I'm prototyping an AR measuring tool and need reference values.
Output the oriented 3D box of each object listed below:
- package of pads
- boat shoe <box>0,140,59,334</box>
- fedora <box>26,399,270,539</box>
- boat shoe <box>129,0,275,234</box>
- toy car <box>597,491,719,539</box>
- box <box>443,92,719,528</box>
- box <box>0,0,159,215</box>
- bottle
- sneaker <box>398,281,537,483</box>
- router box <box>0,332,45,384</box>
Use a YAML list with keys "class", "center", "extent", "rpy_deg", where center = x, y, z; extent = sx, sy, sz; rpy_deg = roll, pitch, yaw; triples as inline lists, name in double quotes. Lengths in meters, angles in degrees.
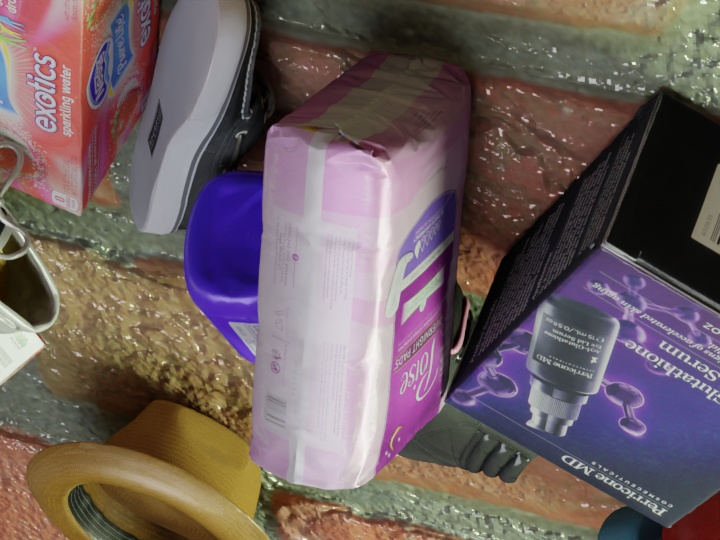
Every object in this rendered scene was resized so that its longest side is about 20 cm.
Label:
- class: "package of pads"
  center: [0.000, 0.000, 1.273]
  extent: [0.075, 0.120, 0.201]
  rpy_deg: [17, 120, 23]
- class: "boat shoe"
  center: [-0.207, -0.029, 1.303]
  extent: [0.086, 0.075, 0.202]
  rpy_deg: [10, 146, 27]
- class: "fedora"
  center: [-0.123, 0.145, 1.657]
  extent: [0.200, 0.082, 0.201]
  rpy_deg: [17, 151, 10]
- class: "boat shoe"
  center: [-0.078, -0.086, 1.332]
  extent: [0.056, 0.069, 0.200]
  rpy_deg: [-1, 150, -19]
- class: "toy car"
  center: [0.225, 0.236, 1.443]
  extent: [0.184, 0.200, 0.177]
  rpy_deg: [-16, 129, 46]
- class: "box"
  center: [0.156, 0.025, 1.285]
  extent: [0.148, 0.105, 0.200]
  rpy_deg: [29, 146, -6]
- class: "box"
  center: [-0.166, -0.134, 1.284]
  extent: [0.102, 0.095, 0.200]
  rpy_deg: [23, 147, 8]
- class: "bottle"
  center: [-0.044, 0.012, 1.390]
  extent: [0.065, 0.084, 0.200]
  rpy_deg: [4, 162, 13]
- class: "sneaker"
  center: [0.066, 0.053, 1.422]
  extent: [0.099, 0.071, 0.200]
  rpy_deg: [14, 148, 7]
- class: "router box"
  center: [-0.285, -0.042, 1.454]
  extent: [0.179, 0.049, 0.200]
  rpy_deg: [39, 167, 50]
